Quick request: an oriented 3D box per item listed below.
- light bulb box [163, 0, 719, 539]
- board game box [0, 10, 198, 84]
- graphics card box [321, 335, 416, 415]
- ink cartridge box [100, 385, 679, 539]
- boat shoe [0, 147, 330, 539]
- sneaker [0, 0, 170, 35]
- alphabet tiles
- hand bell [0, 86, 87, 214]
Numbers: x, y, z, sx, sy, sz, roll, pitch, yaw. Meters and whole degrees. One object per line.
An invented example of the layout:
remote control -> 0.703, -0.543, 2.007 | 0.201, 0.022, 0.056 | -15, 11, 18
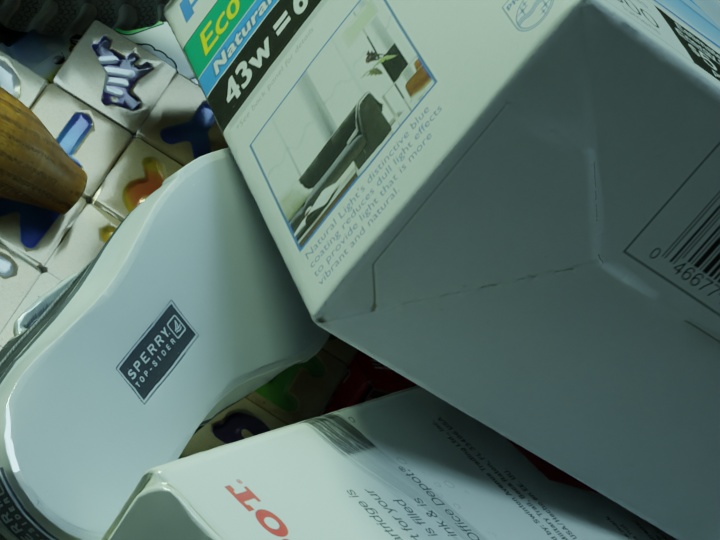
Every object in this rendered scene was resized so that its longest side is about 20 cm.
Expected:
light bulb box -> 0.066, -0.037, 0.944 | 0.198, 0.125, 0.200 | 32, 17, -32
board game box -> -0.155, -0.110, 1.056 | 0.126, 0.035, 0.200 | -24, 65, -38
graphics card box -> 0.000, 0.000, 1.088 | 0.125, 0.051, 0.200 | 10, 36, -38
ink cartridge box -> 0.022, 0.115, 0.872 | 0.144, 0.084, 0.200 | 45, 27, 20
boat shoe -> -0.071, 0.030, 0.902 | 0.072, 0.068, 0.200 | 53, 37, -13
sneaker -> -0.138, -0.142, 1.012 | 0.199, 0.075, 0.082 | 16, 50, -9
alphabet tiles -> -0.095, -0.010, 0.966 | 0.200, 0.008, 0.167 | 32, 51, -3
hand bell -> -0.168, -0.073, 0.920 | 0.200, 0.104, 0.104 | 34, 23, -26
